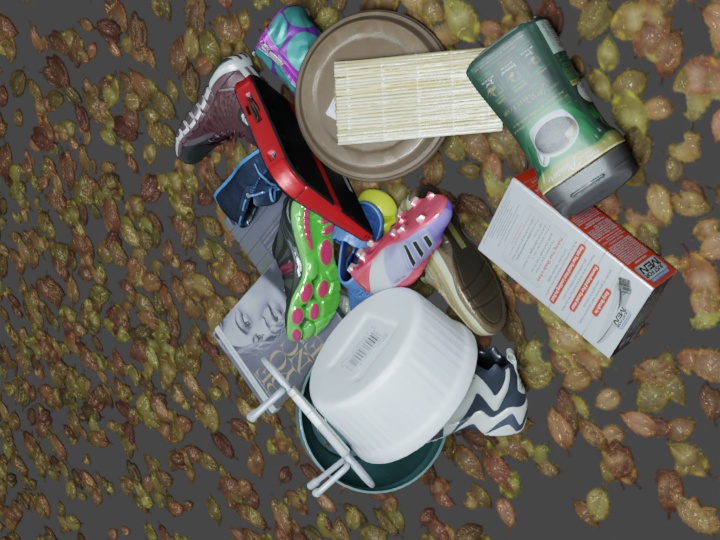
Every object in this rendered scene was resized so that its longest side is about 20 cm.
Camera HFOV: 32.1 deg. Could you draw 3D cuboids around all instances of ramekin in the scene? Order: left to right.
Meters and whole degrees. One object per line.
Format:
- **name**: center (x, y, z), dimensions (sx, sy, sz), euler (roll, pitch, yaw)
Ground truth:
- **ramekin**: center (0.032, 0.116, 1.471), dimensions (0.098, 0.202, 0.199), euler (42, 142, -25)

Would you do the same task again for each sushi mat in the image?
- **sushi mat**: center (0.064, -0.199, 1.423), dimensions (0.198, 0.012, 0.097), euler (-3, 95, 15)

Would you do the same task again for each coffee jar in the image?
- **coffee jar**: center (0.205, -0.161, 1.329), dimensions (0.104, 0.085, 0.201), euler (-33, 85, 22)

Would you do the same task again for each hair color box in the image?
- **hair color box**: center (0.239, -0.012, 1.394), dimensions (0.200, 0.064, 0.112), euler (42, 132, 21)

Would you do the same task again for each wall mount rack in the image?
- **wall mount rack**: center (-0.073, 0.199, 1.486), dimensions (0.200, 0.074, 0.174), euler (49, 175, 2)

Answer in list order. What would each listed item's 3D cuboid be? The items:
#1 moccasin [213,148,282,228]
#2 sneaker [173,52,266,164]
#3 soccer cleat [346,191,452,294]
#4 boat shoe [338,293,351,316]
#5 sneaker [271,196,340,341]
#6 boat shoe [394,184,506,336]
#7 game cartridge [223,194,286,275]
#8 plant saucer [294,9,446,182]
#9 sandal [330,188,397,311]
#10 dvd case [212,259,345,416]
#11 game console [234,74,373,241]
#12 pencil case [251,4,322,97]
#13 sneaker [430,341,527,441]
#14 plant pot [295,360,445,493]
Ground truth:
- **moccasin**: center (-0.124, -0.118, 1.633), dimensions (0.069, 0.080, 0.200), euler (55, 150, 2)
- **sneaker**: center (-0.174, -0.185, 1.683), dimensions (0.116, 0.075, 0.200), euler (47, 133, 11)
- **soccer cleat**: center (0.060, -0.026, 1.476), dimensions (0.076, 0.067, 0.200), euler (37, 140, -13)
- **boat shoe**: center (-0.068, 0.097, 1.733), dimensions (0.200, 0.062, 0.075), euler (-47, 70, 33)
- **sneaker**: center (-0.073, -0.007, 1.633), dimensions (0.084, 0.076, 0.203), euler (23, 112, 59)
- **boat shoe**: center (0.106, -0.003, 1.519), dimensions (0.076, 0.071, 0.201), euler (-42, 69, 44)
- **game cartridge**: center (-0.101, -0.075, 1.698), dimensions (0.130, 0.038, 0.200), euler (50, 135, 6)
- **plant saucer**: center (0.014, -0.204, 1.460), dimensions (0.198, 0.029, 0.203), euler (1, 93, 15)
- **sandal**: center (0.000, 0.000, 1.603), dimensions (0.079, 0.087, 0.202), euler (14, 121, 35)
- **dvd case**: center (-0.109, 0.084, 1.712), dimensions (0.149, 0.016, 0.200), euler (53, 124, 15)
- **game console**: center (-0.069, -0.136, 1.502), dimensions (0.031, 0.177, 0.201), euler (-36, 51, 16)
- **pencil case**: center (-0.047, -0.224, 1.533), dimensions (0.201, 0.092, 0.085), euler (52, 135, 9)
- **sneaker**: center (0.104, 0.136, 1.523), dimensions (0.197, 0.080, 0.131), euler (-1, 115, 7)
- **plant pot**: center (0.001, 0.187, 1.637), dimensions (0.202, 0.199, 0.134), euler (63, 162, -1)
